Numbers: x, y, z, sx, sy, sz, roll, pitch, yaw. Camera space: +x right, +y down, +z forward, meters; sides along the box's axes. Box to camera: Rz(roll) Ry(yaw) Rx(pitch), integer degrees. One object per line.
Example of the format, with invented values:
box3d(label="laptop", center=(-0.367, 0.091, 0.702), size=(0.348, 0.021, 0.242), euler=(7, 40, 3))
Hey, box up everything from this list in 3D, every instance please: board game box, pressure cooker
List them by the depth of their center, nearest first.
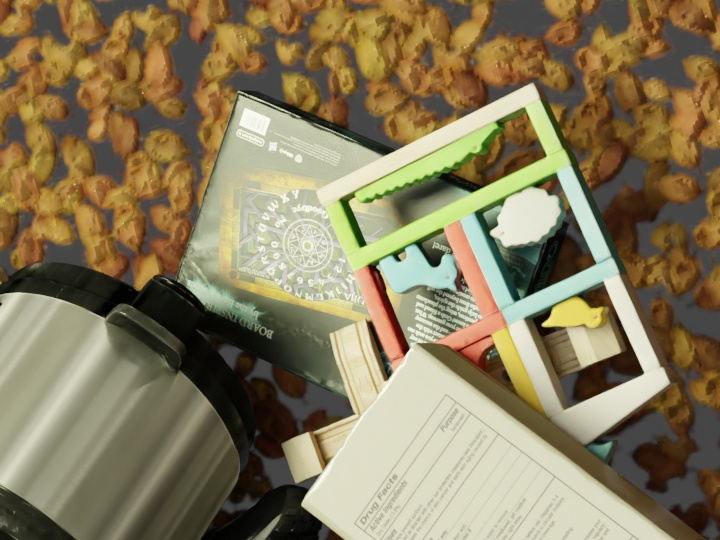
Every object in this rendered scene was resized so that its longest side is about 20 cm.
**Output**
box3d(label="pressure cooker", center=(-0.154, 0.095, 1.458), size=(0.176, 0.179, 0.200), euler=(8, 51, 37))
box3d(label="board game box", center=(0.000, 0.000, 1.479), size=(0.200, 0.028, 0.136), euler=(25, 102, 22))

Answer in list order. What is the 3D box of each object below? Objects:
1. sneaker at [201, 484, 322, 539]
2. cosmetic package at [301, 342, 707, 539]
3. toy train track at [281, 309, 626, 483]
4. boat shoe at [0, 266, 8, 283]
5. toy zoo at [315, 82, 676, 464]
box3d(label="sneaker", center=(-0.108, 0.178, 1.515), size=(0.088, 0.076, 0.200), euler=(48, 110, 22))
box3d(label="cosmetic package", center=(0.083, 0.133, 1.340), size=(0.200, 0.071, 0.105), euler=(39, 98, 14))
box3d(label="toy train track", center=(0.043, 0.068, 1.429), size=(0.200, 0.033, 0.115), euler=(-24, 83, 22))
box3d(label="boat shoe", center=(-0.279, 0.067, 1.571), size=(0.200, 0.068, 0.075), euler=(-38, 104, 2))
box3d(label="toy zoo", center=(0.074, 0.022, 1.395), size=(0.131, 0.020, 0.200), euler=(-25, 81, 15))
